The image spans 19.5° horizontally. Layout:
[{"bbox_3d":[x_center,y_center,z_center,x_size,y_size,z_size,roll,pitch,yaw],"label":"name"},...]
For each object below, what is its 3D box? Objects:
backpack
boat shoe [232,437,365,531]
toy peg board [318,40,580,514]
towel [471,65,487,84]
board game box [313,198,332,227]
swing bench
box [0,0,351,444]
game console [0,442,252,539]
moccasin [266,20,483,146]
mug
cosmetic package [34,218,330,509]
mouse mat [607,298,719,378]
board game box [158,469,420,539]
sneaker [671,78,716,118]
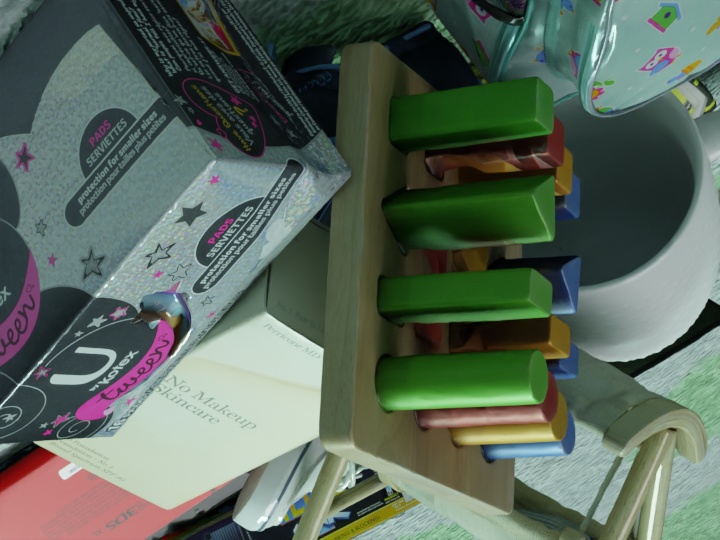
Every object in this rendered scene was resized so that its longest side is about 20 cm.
[{"bbox_3d":[0.126,-0.168,1.061,0.175,0.154,0.200,-30,164,-23],"label":"backpack"},{"bbox_3d":[-0.015,0.106,1.355,0.200,0.065,0.074,-54,180,-45],"label":"boat shoe"},{"bbox_3d":[0.071,0.008,1.056,0.097,0.202,0.199,-4,163,26],"label":"toy peg board"},{"bbox_3d":[0.085,-0.079,1.334,0.086,0.018,0.200,-29,156,-12],"label":"towel"},{"bbox_3d":[0.000,0.000,1.261,0.136,0.035,0.200,-59,151,7],"label":"board game box"},{"bbox_3d":[0.086,0.113,1.251,0.129,0.198,0.201,-22,134,-48],"label":"swing bench"},{"bbox_3d":[-0.127,-0.027,1.006,0.200,0.132,0.114,-47,155,25],"label":"box"},{"bbox_3d":[-0.164,0.132,1.405,0.199,0.119,0.173,-34,126,-3],"label":"game console"},{"bbox_3d":[-0.024,-0.085,1.122,0.199,0.069,0.080,-19,167,-43],"label":"moccasin"},{"bbox_3d":[0.172,-0.034,1.286,0.199,0.148,0.175,-30,152,2],"label":"mug"},{"bbox_3d":[-0.075,0.049,1.116,0.103,0.074,0.199,30,139,-30],"label":"cosmetic package"},{"bbox_3d":[0.134,0.025,1.397,0.199,0.160,0.008,-26,136,-44],"label":"mouse mat"},{"bbox_3d":[-0.060,0.171,1.480,0.199,0.057,0.165,-24,-175,-24],"label":"board game box"},{"bbox_3d":[0.181,-0.102,1.345,0.076,0.076,0.200,-39,155,5],"label":"sneaker"}]
